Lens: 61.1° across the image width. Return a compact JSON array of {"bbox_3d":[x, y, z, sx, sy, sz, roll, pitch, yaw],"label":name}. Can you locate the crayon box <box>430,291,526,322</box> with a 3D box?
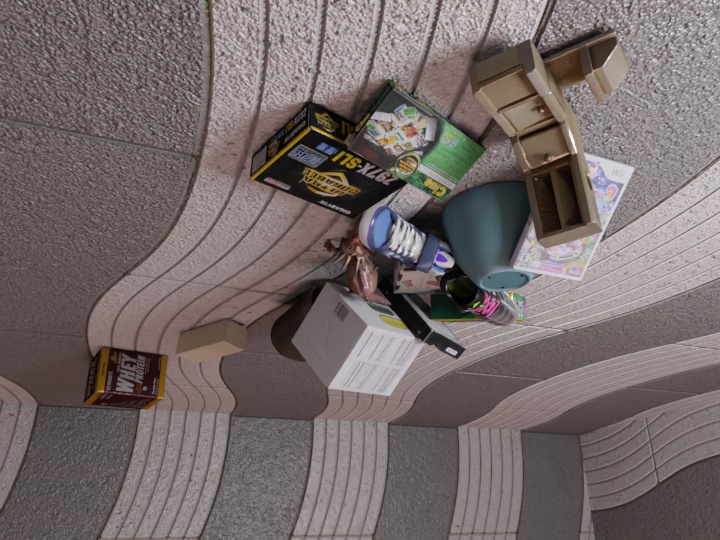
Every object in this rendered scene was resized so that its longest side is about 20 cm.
[{"bbox_3d":[0.259,0.081,1.317,0.169,0.060,0.199,-3,173,22],"label":"crayon box"}]

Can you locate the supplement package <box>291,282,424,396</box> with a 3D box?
[{"bbox_3d":[-0.002,0.144,1.250,0.198,0.152,0.152,19,109,-48],"label":"supplement package"}]

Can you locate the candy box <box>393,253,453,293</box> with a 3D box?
[{"bbox_3d":[0.170,-0.002,1.244,0.196,0.062,0.137,0,158,-4],"label":"candy box"}]

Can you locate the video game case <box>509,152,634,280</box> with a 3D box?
[{"bbox_3d":[0.333,-0.085,0.967,0.141,0.018,0.203,9,114,-21],"label":"video game case"}]

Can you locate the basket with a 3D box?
[{"bbox_3d":[-0.096,0.114,1.415,0.177,0.138,0.200,-4,156,-29],"label":"basket"}]

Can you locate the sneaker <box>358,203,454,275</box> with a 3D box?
[{"bbox_3d":[0.093,-0.048,1.056,0.144,0.082,0.200,19,174,24],"label":"sneaker"}]

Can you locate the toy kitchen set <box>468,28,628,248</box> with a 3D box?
[{"bbox_3d":[0.255,-0.161,0.741,0.161,0.184,0.199,-17,156,31],"label":"toy kitchen set"}]

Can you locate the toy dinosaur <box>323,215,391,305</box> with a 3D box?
[{"bbox_3d":[0.000,0.000,1.138,0.085,0.203,0.136,-25,-163,-4],"label":"toy dinosaur"}]

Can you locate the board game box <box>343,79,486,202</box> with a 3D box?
[{"bbox_3d":[0.080,-0.174,0.851,0.198,0.024,0.105,22,117,-40],"label":"board game box"}]

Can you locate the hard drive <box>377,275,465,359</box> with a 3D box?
[{"bbox_3d":[0.131,0.100,1.325,0.038,0.200,0.139,-50,134,9],"label":"hard drive"}]

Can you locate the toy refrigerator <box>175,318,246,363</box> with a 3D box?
[{"bbox_3d":[-0.405,0.190,1.651,0.198,0.071,0.076,-19,144,33],"label":"toy refrigerator"}]

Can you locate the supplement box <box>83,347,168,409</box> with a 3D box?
[{"bbox_3d":[-0.727,0.338,1.886,0.197,0.135,0.197,14,153,-31],"label":"supplement box"}]

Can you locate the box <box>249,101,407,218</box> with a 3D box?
[{"bbox_3d":[-0.040,-0.155,0.911,0.198,0.050,0.159,18,148,-36],"label":"box"}]

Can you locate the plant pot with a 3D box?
[{"bbox_3d":[0.244,-0.043,1.065,0.196,0.137,0.201,-1,156,0],"label":"plant pot"}]

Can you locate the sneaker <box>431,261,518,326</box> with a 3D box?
[{"bbox_3d":[0.217,0.053,1.145,0.199,0.088,0.074,35,110,-13],"label":"sneaker"}]
